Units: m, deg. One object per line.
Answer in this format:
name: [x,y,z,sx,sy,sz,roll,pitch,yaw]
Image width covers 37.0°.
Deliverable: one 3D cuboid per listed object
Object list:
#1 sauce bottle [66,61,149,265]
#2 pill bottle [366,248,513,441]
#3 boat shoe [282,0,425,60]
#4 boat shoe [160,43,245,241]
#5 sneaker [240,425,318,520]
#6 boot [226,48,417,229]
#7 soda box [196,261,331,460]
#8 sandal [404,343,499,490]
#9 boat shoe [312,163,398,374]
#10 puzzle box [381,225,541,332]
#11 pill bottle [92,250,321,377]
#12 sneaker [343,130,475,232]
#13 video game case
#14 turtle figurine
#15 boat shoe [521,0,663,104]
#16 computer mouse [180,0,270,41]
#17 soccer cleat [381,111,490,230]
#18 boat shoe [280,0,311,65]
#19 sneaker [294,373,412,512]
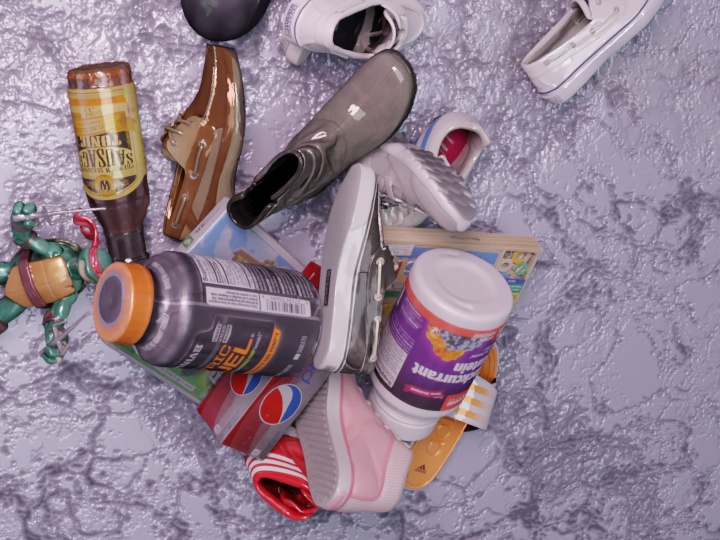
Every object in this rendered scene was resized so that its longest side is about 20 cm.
sauce bottle: [-0.234,-0.096,1.031,0.066,0.066,0.201,-13,108,-17]
pill bottle: [0.075,0.085,1.142,0.111,0.112,0.201,5,130,-22]
boat shoe: [0.011,-0.231,1.041,0.200,0.065,0.074,-21,131,-48]
boat shoe: [-0.157,-0.119,1.050,0.073,0.076,0.201,3,104,-18]
sneaker: [-0.033,0.233,1.168,0.199,0.116,0.079,10,119,-18]
boot: [-0.034,-0.115,1.002,0.068,0.131,0.200,46,119,1]
soda box: [-0.077,0.094,1.112,0.200,0.063,0.070,-52,135,3]
sandal: [0.112,0.173,1.239,0.079,0.059,0.207,18,102,-31]
boat shoe: [0.000,0.000,1.037,0.063,0.071,0.201,9,92,-20]
puzzle box: [0.085,0.015,1.178,0.199,0.025,0.133,3,131,-22]
pill bottle: [-0.142,0.040,0.994,0.199,0.106,0.107,10,102,-40]
sneaker: [0.035,-0.090,1.084,0.075,0.200,0.082,7,119,-51]
video game case: [-0.136,0.046,1.094,0.182,0.022,0.200,-47,135,-1]
turtle figurine: [-0.306,0.014,1.009,0.199,0.101,0.150,-18,94,7]
boat shoe: [0.256,-0.273,1.162,0.067,0.074,0.200,39,90,-28]
computer mouse: [-0.112,-0.311,1.002,0.138,0.053,0.201,27,101,3]
soccer cleat: [0.057,-0.087,1.133,0.070,0.086,0.200,40,89,-26]
boat shoe: [-0.042,-0.302,1.048,0.068,0.072,0.201,26,108,3]
sneaker: [-0.006,0.169,1.138,0.104,0.201,0.075,17,131,-29]
